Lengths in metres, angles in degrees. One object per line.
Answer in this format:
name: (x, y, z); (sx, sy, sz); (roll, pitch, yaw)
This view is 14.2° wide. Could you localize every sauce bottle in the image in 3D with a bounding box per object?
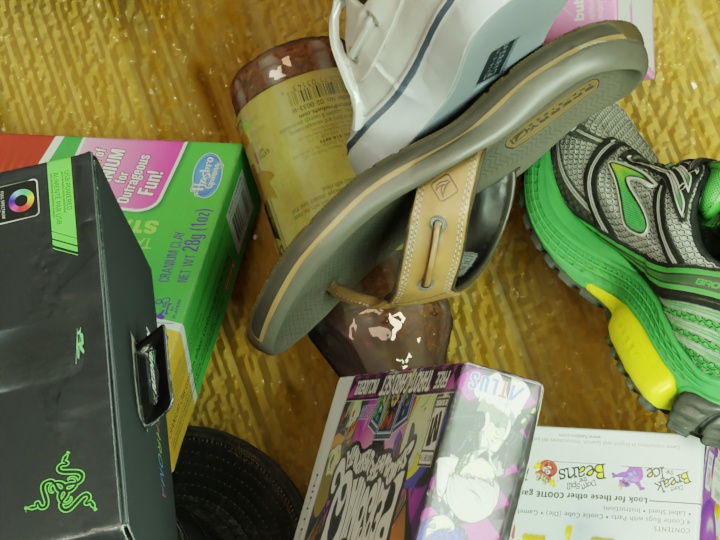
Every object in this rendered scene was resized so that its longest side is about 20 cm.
sauce bottle: (0.000, 0.000, 1.225); (0.066, 0.066, 0.201); (-23, 69, 15)

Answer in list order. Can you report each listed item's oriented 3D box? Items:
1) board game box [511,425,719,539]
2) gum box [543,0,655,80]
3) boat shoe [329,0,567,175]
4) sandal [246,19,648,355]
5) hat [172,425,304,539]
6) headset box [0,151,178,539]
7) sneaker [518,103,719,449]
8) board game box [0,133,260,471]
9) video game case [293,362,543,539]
board game box: (0.086, 0.168, 1.129); (0.104, 0.103, 0.201); (3, 79, 15)
gum box: (0.062, -0.180, 1.241); (0.113, 0.066, 0.201); (-5, 77, 19)
boat shoe: (0.020, -0.103, 1.129); (0.074, 0.202, 0.086); (-30, 79, -18)
sandal: (0.038, -0.023, 1.145); (0.199, 0.082, 0.055); (-35, 77, 6)
hat: (-0.116, 0.147, 1.202); (0.200, 0.081, 0.202); (-18, 57, 30)
headset box: (-0.166, 0.065, 1.125); (0.199, 0.093, 0.175); (-12, 56, 6)
sneaker: (0.129, -0.015, 1.139); (0.085, 0.078, 0.200); (-59, 34, 21)
board game box: (-0.158, 0.009, 1.252); (0.199, 0.040, 0.154); (3, 50, 16)
video game case: (0.004, 0.127, 1.071); (0.036, 0.200, 0.182); (17, 83, -12)
